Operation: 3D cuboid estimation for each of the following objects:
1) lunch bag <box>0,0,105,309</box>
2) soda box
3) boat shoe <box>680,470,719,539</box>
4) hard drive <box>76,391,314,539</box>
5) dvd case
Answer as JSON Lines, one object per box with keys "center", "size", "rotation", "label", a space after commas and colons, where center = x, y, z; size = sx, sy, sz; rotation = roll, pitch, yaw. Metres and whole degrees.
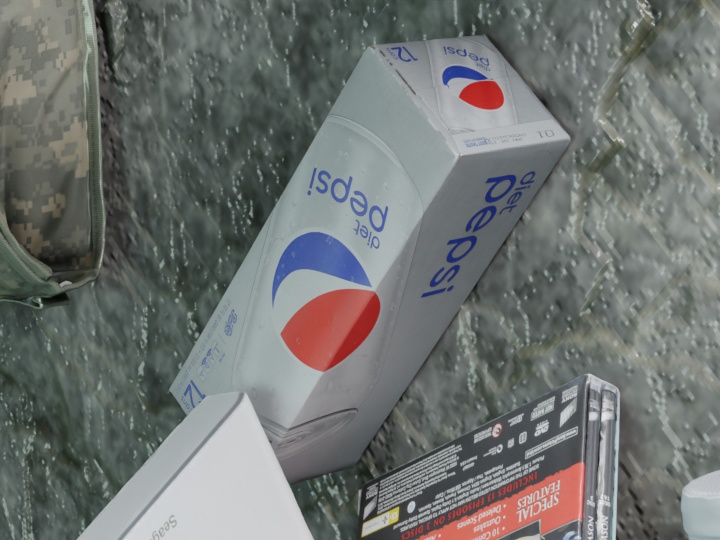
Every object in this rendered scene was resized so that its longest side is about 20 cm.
{"center": [-0.205, -0.075, 1.249], "size": [0.163, 0.117, 0.201], "rotation": [-4, 100, 46], "label": "lunch bag"}
{"center": [0.000, 0.000, 1.082], "size": [0.064, 0.068, 0.200], "rotation": [52, 130, 26], "label": "soda box"}
{"center": [0.193, 0.101, 0.910], "size": [0.200, 0.072, 0.071], "rotation": [-4, 104, 56], "label": "boat shoe"}
{"center": [-0.044, 0.168, 1.063], "size": [0.027, 0.132, 0.201], "rotation": [-9, 115, 34], "label": "hard drive"}
{"center": [0.042, 0.153, 1.031], "size": [0.146, 0.022, 0.201], "rotation": [-31, 43, 44], "label": "dvd case"}
